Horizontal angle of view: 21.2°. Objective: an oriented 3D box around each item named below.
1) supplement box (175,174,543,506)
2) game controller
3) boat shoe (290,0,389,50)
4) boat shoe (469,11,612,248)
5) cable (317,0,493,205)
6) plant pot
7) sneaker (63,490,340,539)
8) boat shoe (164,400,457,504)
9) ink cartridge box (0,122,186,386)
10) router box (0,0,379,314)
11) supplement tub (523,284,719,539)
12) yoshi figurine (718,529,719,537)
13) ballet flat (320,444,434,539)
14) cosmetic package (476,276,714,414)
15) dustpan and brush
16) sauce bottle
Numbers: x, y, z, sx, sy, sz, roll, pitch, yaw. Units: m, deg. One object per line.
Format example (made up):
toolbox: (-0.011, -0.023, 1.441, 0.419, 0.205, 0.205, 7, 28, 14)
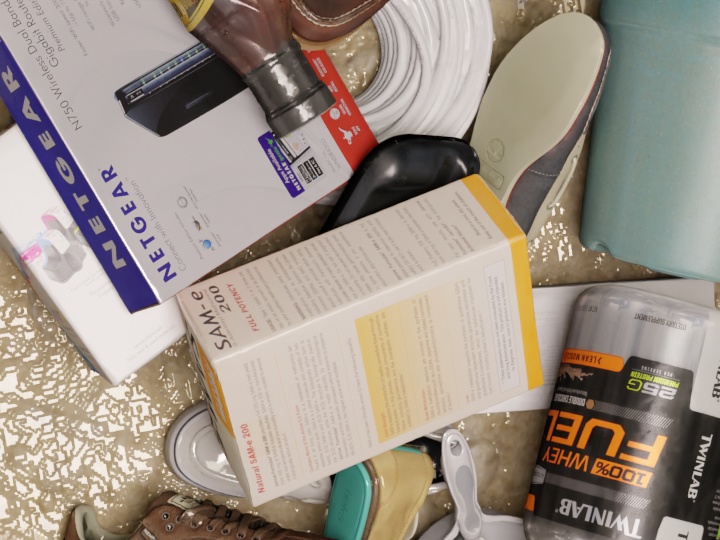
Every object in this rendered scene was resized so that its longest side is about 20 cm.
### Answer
supplement box: (0.002, 0.041, 1.148, 0.199, 0.074, 0.127, -21, 132, -12)
game controller: (0.000, 0.000, 1.202, 0.104, 0.042, 0.201, 7, 123, -43)
boat shoe: (0.016, -0.211, 1.158, 0.070, 0.070, 0.200, 44, 55, -11)
boat shoe: (0.110, -0.075, 1.239, 0.062, 0.071, 0.201, 3, 122, -44)
cable: (-0.016, -0.143, 1.236, 0.198, 0.069, 0.202, 8, 88, -15)
plant pot: (0.233, -0.097, 1.247, 0.199, 0.200, 0.198, 9, 97, -14)
sneaker: (-0.100, 0.172, 1.185, 0.198, 0.070, 0.076, -11, 89, 20)
boat shoe: (-0.024, 0.119, 1.242, 0.198, 0.066, 0.073, 8, 90, -15)
ink cartridge box: (-0.188, -0.033, 1.170, 0.068, 0.115, 0.201, -36, 99, -11)
router box: (-0.108, -0.105, 1.126, 0.179, 0.049, 0.201, -35, 99, -29)
supplement tub: (0.173, 0.118, 1.210, 0.122, 0.122, 0.202, 15, 85, -14)
yoshi figurine: (0.267, 0.177, 1.301, 0.200, 0.112, 0.113, 43, 88, -9)
ballet flat: (-0.002, 0.193, 1.224, 0.063, 0.069, 0.201, -4, 130, -36)
cosmetic package: (0.139, 0.050, 1.290, 0.198, 0.051, 0.083, -3, 90, -14)
dustpan and brush: (0.071, 0.182, 1.245, 0.139, 0.057, 0.201, -22, 113, -15)
sauce bottle: (-0.082, -0.169, 1.084, 0.066, 0.066, 0.201, -33, 97, -11)
